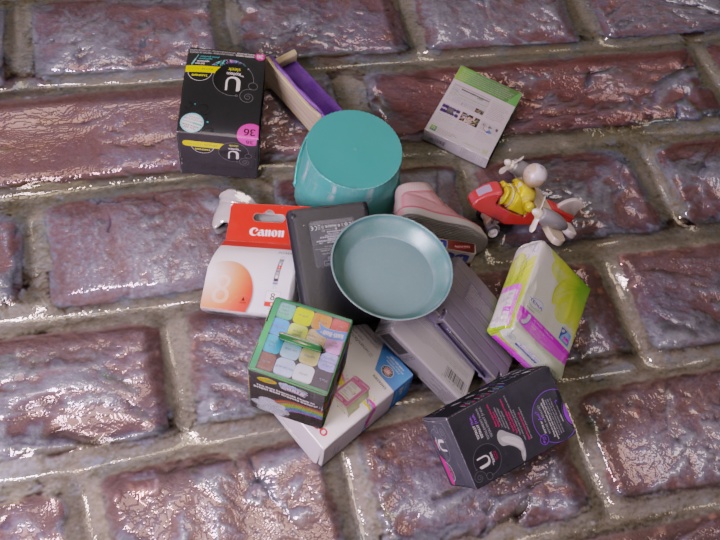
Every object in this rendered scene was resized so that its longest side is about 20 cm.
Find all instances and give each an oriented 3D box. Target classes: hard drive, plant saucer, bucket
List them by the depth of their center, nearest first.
[{"bbox_3d":[0.048,0.001,1.401,0.198,0.036,0.201,6,57,-9],"label":"plant saucer"},{"bbox_3d":[-0.038,-0.007,1.439,0.138,0.033,0.202,-7,75,-15],"label":"hard drive"},{"bbox_3d":[-0.019,-0.185,1.611,0.205,0.135,0.209,4,60,-7],"label":"bucket"}]

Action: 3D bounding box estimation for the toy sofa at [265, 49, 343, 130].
[{"bbox_3d":[-0.104,-0.343,1.711,0.083,0.098,0.200,-32,69,-23],"label":"toy sofa"}]

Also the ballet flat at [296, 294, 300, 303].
[{"bbox_3d":[-0.126,0.030,1.512,0.074,0.074,0.201,-24,67,-21],"label":"ballet flat"}]

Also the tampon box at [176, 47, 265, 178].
[{"bbox_3d":[-0.257,-0.293,1.641,0.148,0.127,0.202,3,60,-6],"label":"tampon box"}]

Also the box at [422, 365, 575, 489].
[{"bbox_3d":[0.220,0.248,1.401,0.199,0.106,0.123,-23,89,-21],"label":"box"}]

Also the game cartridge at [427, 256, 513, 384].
[{"bbox_3d":[0.194,0.087,1.482,0.200,0.038,0.130,48,46,-25],"label":"game cartridge"}]

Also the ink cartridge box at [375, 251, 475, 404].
[{"bbox_3d":[0.127,0.095,1.466,0.200,0.043,0.174,46,50,-26],"label":"ink cartridge box"}]

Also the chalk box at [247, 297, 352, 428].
[{"bbox_3d":[-0.088,0.128,1.288,0.124,0.200,0.125,18,61,3],"label":"chalk box"}]

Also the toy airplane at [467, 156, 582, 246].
[{"bbox_3d":[0.324,-0.132,1.629,0.199,0.142,0.199,30,40,24],"label":"toy airplane"}]

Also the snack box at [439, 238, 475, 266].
[{"bbox_3d":[0.103,-0.036,1.582,0.198,0.072,0.024,9,57,-3],"label":"snack box"}]

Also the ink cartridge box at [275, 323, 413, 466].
[{"bbox_3d":[-0.036,0.193,1.423,0.200,0.085,0.145,-37,71,-23],"label":"ink cartridge box"}]

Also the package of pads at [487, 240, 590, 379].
[{"bbox_3d":[0.309,0.066,1.521,0.154,0.068,0.201,42,56,-24],"label":"package of pads"}]

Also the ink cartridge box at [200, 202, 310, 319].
[{"bbox_3d":[-0.174,-0.021,1.481,0.161,0.050,0.202,4,80,20],"label":"ink cartridge box"}]

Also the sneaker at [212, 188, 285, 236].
[{"bbox_3d":[-0.172,-0.074,1.572,0.198,0.075,0.088,18,68,11],"label":"sneaker"}]

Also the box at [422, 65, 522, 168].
[{"bbox_3d":[0.229,-0.314,1.782,0.143,0.036,0.201,27,61,7],"label":"box"}]

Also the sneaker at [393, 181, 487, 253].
[{"bbox_3d":[0.145,-0.102,1.603,0.199,0.075,0.105,19,43,-27],"label":"sneaker"}]
